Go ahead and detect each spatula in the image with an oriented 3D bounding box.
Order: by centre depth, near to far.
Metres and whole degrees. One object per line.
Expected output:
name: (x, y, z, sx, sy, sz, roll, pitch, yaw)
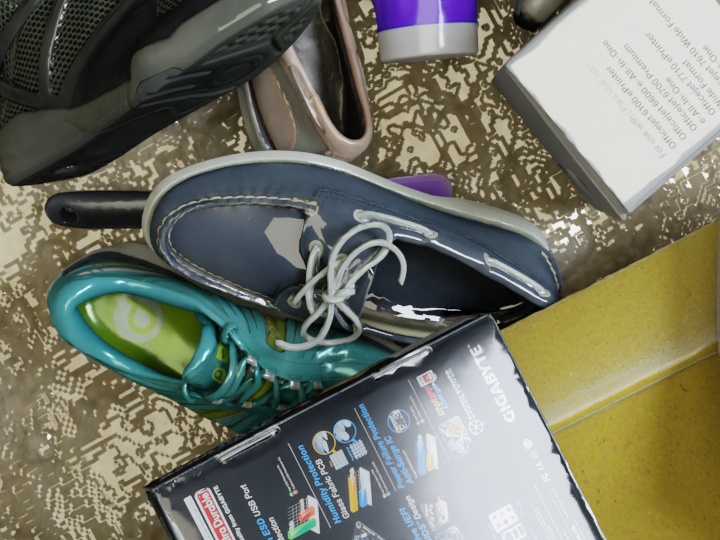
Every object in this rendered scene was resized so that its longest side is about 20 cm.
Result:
spatula: (-0.055, -0.025, 0.815, 0.199, 0.021, 0.057, 4, 127, 8)

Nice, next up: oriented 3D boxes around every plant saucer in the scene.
plant saucer: (0.124, 0.109, 0.773, 0.199, 0.048, 0.201, -27, 111, 3)

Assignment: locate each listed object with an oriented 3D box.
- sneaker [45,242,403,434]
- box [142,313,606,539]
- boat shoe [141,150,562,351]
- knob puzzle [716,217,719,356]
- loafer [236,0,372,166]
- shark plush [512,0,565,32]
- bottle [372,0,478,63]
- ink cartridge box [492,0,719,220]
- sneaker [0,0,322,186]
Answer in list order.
sneaker: (-0.056, 0.049, 0.793, 0.199, 0.080, 0.078, 20, 96, 0)
box: (0.026, 0.141, 0.687, 0.158, 0.046, 0.201, -27, 88, -14)
boat shoe: (0.000, 0.000, 0.766, 0.199, 0.062, 0.075, 14, 121, -19)
knob puzzle: (0.216, 0.046, 0.750, 0.219, 0.030, 0.221, 15, 63, -33)
loafer: (-0.035, -0.144, 0.778, 0.072, 0.063, 0.201, -20, 98, -31)
shark plush: (0.112, -0.198, 0.744, 0.083, 0.091, 0.200, 46, 81, -3)
bottle: (0.023, -0.198, 0.775, 0.083, 0.065, 0.201, -2, 95, 30)
ink cartridge box: (0.158, -0.120, 0.737, 0.200, 0.145, 0.084, -41, 92, 5)
sneaker: (-0.107, -0.120, 0.756, 0.199, 0.076, 0.115, -21, 87, 42)
